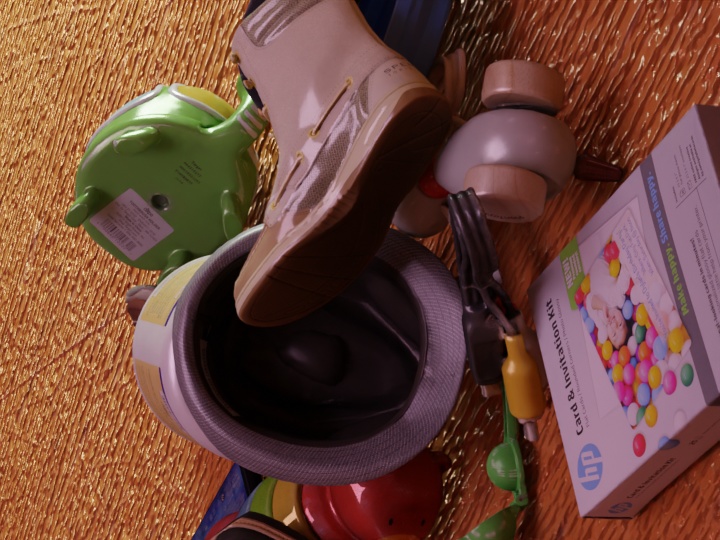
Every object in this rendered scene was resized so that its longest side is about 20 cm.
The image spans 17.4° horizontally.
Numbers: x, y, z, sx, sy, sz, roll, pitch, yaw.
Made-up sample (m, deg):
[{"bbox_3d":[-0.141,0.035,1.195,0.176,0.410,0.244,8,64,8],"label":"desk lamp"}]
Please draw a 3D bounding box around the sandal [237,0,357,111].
[{"bbox_3d":[-0.029,-0.193,1.561,0.043,0.076,0.201,-46,-20,-74],"label":"sandal"}]

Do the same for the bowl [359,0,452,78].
[{"bbox_3d":[0.015,-0.148,1.587,0.201,0.039,0.201,-160,90,-80],"label":"bowl"}]

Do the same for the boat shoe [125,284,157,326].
[{"bbox_3d":[-0.139,0.049,1.903,0.200,0.075,0.072,-179,91,-65],"label":"boat shoe"}]

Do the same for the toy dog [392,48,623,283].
[{"bbox_3d":[0.092,-0.059,1.450,0.200,0.096,0.132,-151,80,-75],"label":"toy dog"}]

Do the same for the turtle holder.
[{"bbox_3d":[-0.144,-0.093,1.861,0.132,0.140,0.186,-75,4,-55],"label":"turtle holder"}]

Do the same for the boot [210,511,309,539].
[{"bbox_3d":[-0.044,0.263,1.516,0.200,0.138,0.077,49,122,0],"label":"boot"}]

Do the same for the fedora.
[{"bbox_3d":[-0.022,0.056,1.542,0.090,0.199,0.178,46,-131,-75],"label":"fedora"}]

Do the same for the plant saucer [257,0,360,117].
[{"bbox_3d":[-0.023,-0.200,1.686,0.200,0.032,0.201,-160,90,-81],"label":"plant saucer"}]

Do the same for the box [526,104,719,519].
[{"bbox_3d":[0.170,0.027,1.322,0.200,0.041,0.156,128,138,-50],"label":"box"}]

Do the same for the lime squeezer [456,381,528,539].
[{"bbox_3d":[0.074,0.133,1.479,0.201,0.070,0.038,-63,-19,-19],"label":"lime squeezer"}]

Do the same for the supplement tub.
[{"bbox_3d":[-0.086,0.060,1.692,0.200,0.145,0.146,-174,89,-76],"label":"supplement tub"}]

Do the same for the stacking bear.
[{"bbox_3d":[-0.017,0.176,1.609,0.200,0.121,0.114,-42,47,43],"label":"stacking bear"}]

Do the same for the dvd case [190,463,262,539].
[{"bbox_3d":[-0.091,0.264,1.835,0.143,0.017,0.200,-60,36,41],"label":"dvd case"}]

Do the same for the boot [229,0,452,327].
[{"bbox_3d":[-0.040,-0.079,1.485,0.200,0.072,0.155,-54,52,25],"label":"boot"}]

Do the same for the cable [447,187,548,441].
[{"bbox_3d":[0.082,0.009,1.405,0.200,0.050,0.097,80,179,-47],"label":"cable"}]

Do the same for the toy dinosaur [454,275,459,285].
[{"bbox_3d":[0.000,0.000,1.615,0.101,0.058,0.200,55,158,-20],"label":"toy dinosaur"}]
